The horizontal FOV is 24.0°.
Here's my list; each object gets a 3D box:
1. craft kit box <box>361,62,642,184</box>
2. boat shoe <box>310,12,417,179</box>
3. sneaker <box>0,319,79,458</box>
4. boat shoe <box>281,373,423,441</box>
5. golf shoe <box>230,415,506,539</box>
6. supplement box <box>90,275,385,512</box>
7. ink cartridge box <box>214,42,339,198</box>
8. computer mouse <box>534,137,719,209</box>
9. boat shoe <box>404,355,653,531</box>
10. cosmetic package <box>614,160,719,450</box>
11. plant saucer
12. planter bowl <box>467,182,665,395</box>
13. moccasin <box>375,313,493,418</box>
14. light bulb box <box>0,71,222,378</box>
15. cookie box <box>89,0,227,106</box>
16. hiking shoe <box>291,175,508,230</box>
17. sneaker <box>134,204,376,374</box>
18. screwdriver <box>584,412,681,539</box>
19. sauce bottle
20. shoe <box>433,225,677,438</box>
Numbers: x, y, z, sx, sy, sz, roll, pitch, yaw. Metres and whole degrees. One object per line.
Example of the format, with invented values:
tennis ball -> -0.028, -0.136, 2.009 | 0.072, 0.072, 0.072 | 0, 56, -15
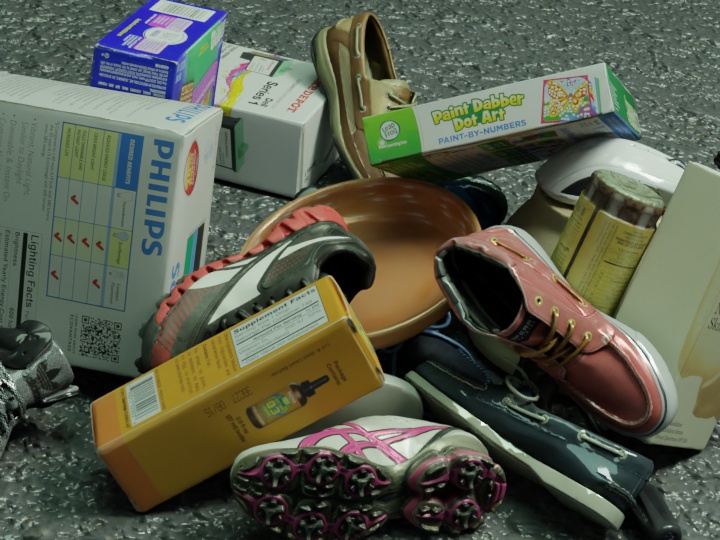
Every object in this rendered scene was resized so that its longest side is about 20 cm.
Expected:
craft kit box -> 0.121, -0.115, 1.382 | 0.196, 0.049, 0.200 | -14, -5, 14
boat shoe -> 0.014, -0.155, 1.607 | 0.075, 0.074, 0.201 | 5, 61, -54
sneaker -> -0.255, 0.096, 1.185 | 0.113, 0.076, 0.200 | -22, 31, -6
boat shoe -> -0.054, 0.094, 1.269 | 0.198, 0.073, 0.069 | -5, 32, 1
golf shoe -> -0.002, 0.142, 1.189 | 0.198, 0.073, 0.092 | 4, 22, -24
supplement box -> -0.086, 0.086, 1.182 | 0.199, 0.067, 0.069 | -26, 32, 4
ink cartridge box -> -0.123, -0.156, 1.667 | 0.198, 0.085, 0.145 | 15, 31, 13
computer mouse -> 0.240, -0.078, 1.360 | 0.198, 0.044, 0.110 | 4, 29, -6
boat shoe -> 0.120, 0.113, 1.232 | 0.199, 0.075, 0.062 | 30, 78, 34
cosmetic package -> 0.253, 0.029, 1.273 | 0.071, 0.201, 0.105 | 30, 12, 36
plant saucer -> 0.000, 0.000, 1.333 | 0.198, 0.038, 0.201 | -9, 38, 7
planter bowl -> 0.193, -0.002, 1.399 | 0.198, 0.136, 0.201 | 5, 28, -3
moccasin -> 0.019, 0.054, 1.342 | 0.199, 0.069, 0.080 | 25, 35, 31
light bulb box -> -0.224, -0.039, 1.312 | 0.198, 0.200, 0.125 | 11, 16, 7
cookie box -> -0.179, -0.112, 1.446 | 0.075, 0.202, 0.171 | 13, 24, 5
hiking shoe -> 0.036, -0.034, 1.508 | 0.198, 0.075, 0.087 | -7, 36, -2
sneaker -> -0.069, 0.026, 1.235 | 0.200, 0.071, 0.098 | -33, 40, -25
screwdriver -> 0.194, 0.149, 1.266 | 0.028, 0.029, 0.200 | -2, 22, -12
sauce bottle -> 0.162, 0.023, 1.288 | 0.064, 0.201, 0.065 | 22, 21, -9
shoe -> 0.136, 0.048, 1.215 | 0.200, 0.072, 0.091 | 47, 27, 18
